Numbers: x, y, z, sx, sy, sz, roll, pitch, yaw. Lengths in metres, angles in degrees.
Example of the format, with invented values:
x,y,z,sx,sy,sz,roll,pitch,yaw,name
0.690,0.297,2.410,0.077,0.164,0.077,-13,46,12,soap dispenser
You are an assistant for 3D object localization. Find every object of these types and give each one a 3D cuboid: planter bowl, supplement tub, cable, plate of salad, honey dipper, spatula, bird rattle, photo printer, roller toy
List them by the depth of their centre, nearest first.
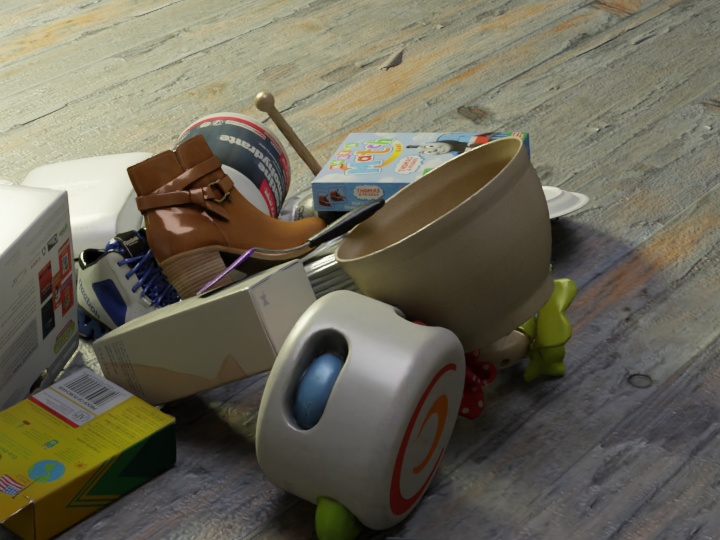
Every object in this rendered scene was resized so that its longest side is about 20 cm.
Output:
x,y,z,sx,sy,sz,roll,pitch,yaw,name
-0.002,0.115,1.375,0.139,0.184,0.200,21,35,19,roller toy
0.094,-0.010,1.449,0.199,0.135,0.200,-31,12,7,planter bowl
-0.064,-0.024,1.474,0.198,0.021,0.056,-23,1,-16,spatula
0.112,0.067,1.572,0.198,0.113,0.163,-23,45,-19,bird rattle
0.000,0.000,1.615,0.199,0.070,0.199,-29,6,-33,cable
-0.310,-0.054,1.736,0.165,0.070,0.201,-6,28,13,photo printer
-0.157,-0.073,1.737,0.139,0.142,0.201,6,30,5,supplement tub
-0.058,-0.125,1.795,0.038,0.200,0.038,-24,36,19,honey dipper
0.165,-0.059,1.829,0.198,0.049,0.200,-9,11,2,plate of salad

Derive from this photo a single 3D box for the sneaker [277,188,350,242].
x,y,z,sx,sy,sz,roll,pitch,yaw,name
0.000,-0.085,1.767,0.087,0.074,0.200,-5,25,45,sneaker

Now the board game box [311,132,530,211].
x,y,z,sx,sy,sz,roll,pitch,yaw,name
0.065,-0.102,1.648,0.198,0.037,0.151,0,24,16,board game box

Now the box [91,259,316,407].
x,y,z,sx,sy,sz,roll,pitch,yaw,name
-0.138,0.062,1.463,0.199,0.078,0.095,-19,6,35,box

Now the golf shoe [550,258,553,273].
x,y,z,sx,sy,sz,roll,pitch,yaw,name
0.114,0.017,1.700,0.199,0.078,0.088,-22,13,-34,golf shoe

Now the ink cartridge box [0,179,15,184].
x,y,z,sx,sy,sz,roll,pitch,yaw,name
-0.411,0.011,1.561,0.083,0.146,0.200,10,31,11,ink cartridge box

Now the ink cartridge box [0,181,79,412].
x,y,z,sx,sy,sz,roll,pitch,yaw,name
-0.342,0.041,1.491,0.083,0.177,0.200,7,29,13,ink cartridge box

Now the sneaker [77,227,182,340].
x,y,z,sx,sy,sz,roll,pitch,yaw,name
-0.214,0.025,1.586,0.198,0.116,0.080,20,35,25,sneaker

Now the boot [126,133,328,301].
x,y,z,sx,sy,sz,roll,pitch,yaw,name
-0.131,-0.062,1.593,0.199,0.156,0.077,-24,-5,-31,boot

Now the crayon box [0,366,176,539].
x,y,z,sx,sy,sz,roll,pitch,yaw,name
-0.274,0.166,1.400,0.126,0.051,0.199,25,36,33,crayon box

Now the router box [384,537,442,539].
x,y,z,sx,sy,sz,roll,pitch,yaw,name
0.114,0.276,1.246,0.198,0.052,0.150,3,28,0,router box
